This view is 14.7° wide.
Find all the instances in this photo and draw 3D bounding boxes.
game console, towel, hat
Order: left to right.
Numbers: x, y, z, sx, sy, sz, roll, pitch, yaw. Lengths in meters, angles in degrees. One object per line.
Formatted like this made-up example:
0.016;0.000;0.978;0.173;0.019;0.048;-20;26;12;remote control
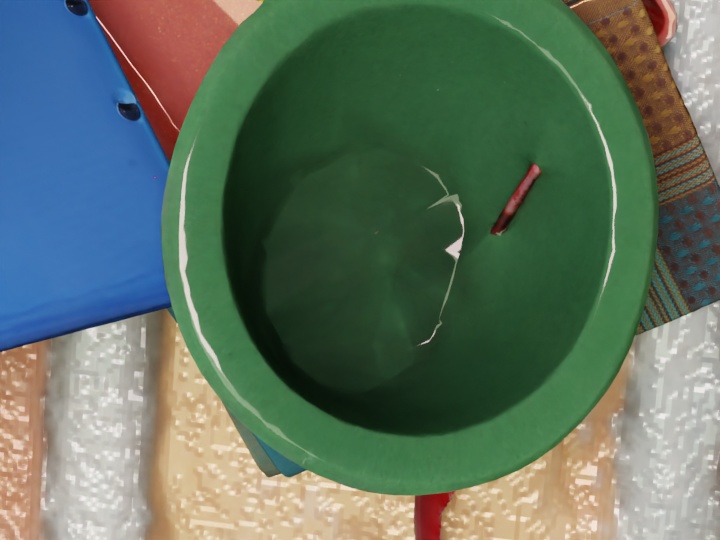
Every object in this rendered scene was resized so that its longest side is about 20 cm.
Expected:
-0.175;-0.033;0.948;0.170;0.118;0.201;-38;65;24;game console
0.000;0.000;0.980;0.165;0.176;0.201;15;85;-10;hat
0.028;-0.013;0.997;0.199;0.022;0.147;-23;124;8;towel

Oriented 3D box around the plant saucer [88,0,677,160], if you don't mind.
-0.019;-0.115;1.004;0.199;0.037;0.200;-34;97;16;plant saucer
